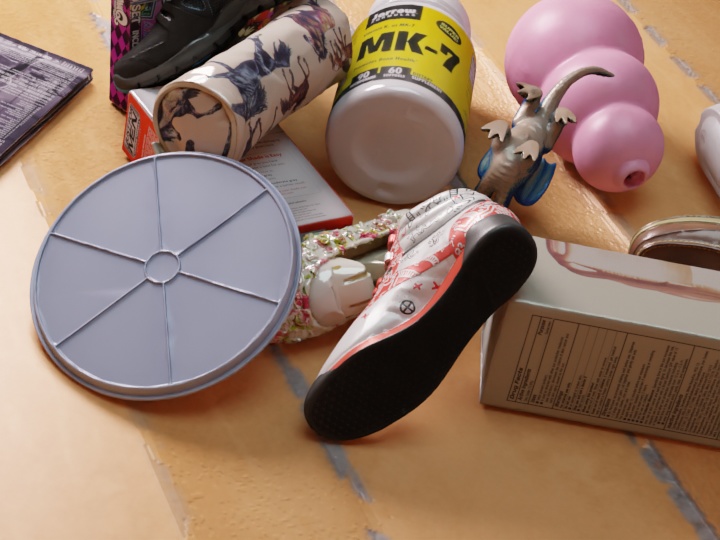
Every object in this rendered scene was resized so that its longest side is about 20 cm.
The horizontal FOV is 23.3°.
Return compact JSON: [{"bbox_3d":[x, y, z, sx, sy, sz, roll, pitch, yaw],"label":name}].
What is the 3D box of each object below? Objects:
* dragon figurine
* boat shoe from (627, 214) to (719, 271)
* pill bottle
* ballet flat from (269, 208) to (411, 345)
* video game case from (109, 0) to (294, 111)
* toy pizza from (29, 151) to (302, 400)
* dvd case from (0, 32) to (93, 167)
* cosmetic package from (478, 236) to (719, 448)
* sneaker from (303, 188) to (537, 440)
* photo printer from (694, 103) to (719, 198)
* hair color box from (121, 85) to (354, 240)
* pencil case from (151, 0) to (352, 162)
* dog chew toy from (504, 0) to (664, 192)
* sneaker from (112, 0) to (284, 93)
[{"bbox_3d":[0.130,-0.094,1.420,0.059,0.100,0.200,31,52,11],"label":"dragon figurine"},{"bbox_3d":[0.308,0.012,1.371,0.199,0.072,0.068,16,36,0],"label":"boat shoe"},{"bbox_3d":[0.039,-0.156,1.475,0.114,0.115,0.200,12,37,0],"label":"pill bottle"},{"bbox_3d":[0.000,0.000,1.294,0.064,0.076,0.200,7,27,43],"label":"ballet flat"},{"bbox_3d":[-0.128,-0.247,1.471,0.181,0.201,0.036,-21,41,-36],"label":"video game case"},{"bbox_3d":[-0.137,0.005,1.244,0.199,0.032,0.201,-5,60,9],"label":"toy pizza"},{"bbox_3d":[-0.330,-0.141,1.433,0.148,0.016,0.200,22,38,10],"label":"dvd case"},{"bbox_3d":[0.192,0.051,1.266,0.199,0.104,0.087,12,37,-4],"label":"cosmetic package"},{"bbox_3d":[0.032,0.027,1.232,0.067,0.201,0.108,43,5,-26],"label":"sneaker"},{"bbox_3d":[0.389,-0.079,1.510,0.165,0.070,0.200,0,39,-15],"label":"photo printer"},{"bbox_3d":[-0.099,-0.071,1.371,0.101,0.061,0.200,-12,45,-29],"label":"hair color box"},{"bbox_3d":[-0.083,-0.142,1.356,0.078,0.089,0.200,48,40,-2],"label":"pencil case"},{"bbox_3d":[0.201,-0.148,1.512,0.124,0.125,0.201,-3,49,-19],"label":"dog chew toy"},{"bbox_3d":[-0.127,-0.219,1.420,0.082,0.200,0.073,53,0,-6],"label":"sneaker"}]
